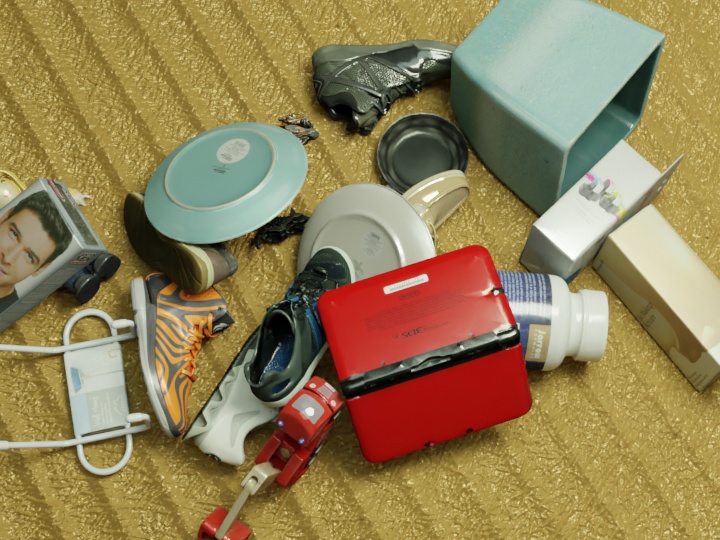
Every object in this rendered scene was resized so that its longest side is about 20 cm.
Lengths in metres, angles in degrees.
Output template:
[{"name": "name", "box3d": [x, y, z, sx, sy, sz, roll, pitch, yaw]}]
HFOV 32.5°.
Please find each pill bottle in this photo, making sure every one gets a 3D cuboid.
[{"name": "pill bottle", "box3d": [0.179, 0.057, 1.426, 0.199, 0.111, 0.112, 4, 69, 0]}]

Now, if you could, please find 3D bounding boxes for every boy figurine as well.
[{"name": "boy figurine", "box3d": [-0.377, -0.055, 1.478, 0.200, 0.064, 0.124, 42, 80, 10]}]

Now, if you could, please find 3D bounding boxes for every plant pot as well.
[{"name": "plant pot", "box3d": [0.219, -0.219, 1.495, 0.200, 0.197, 0.196, 38, 73, 17]}]

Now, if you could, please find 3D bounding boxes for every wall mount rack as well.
[{"name": "wall mount rack", "box3d": [-0.332, 0.133, 1.402, 0.173, 0.075, 0.201, -11, 69, -5]}]

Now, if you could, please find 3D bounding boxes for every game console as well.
[{"name": "game console", "box3d": [0.071, 0.092, 1.360, 0.199, 0.119, 0.173, -18, 67, -2]}]

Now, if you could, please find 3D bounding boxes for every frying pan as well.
[{"name": "frying pan", "box3d": [0.064, -0.107, 1.527, 0.114, 0.031, 0.191, 20, 74, 6]}]

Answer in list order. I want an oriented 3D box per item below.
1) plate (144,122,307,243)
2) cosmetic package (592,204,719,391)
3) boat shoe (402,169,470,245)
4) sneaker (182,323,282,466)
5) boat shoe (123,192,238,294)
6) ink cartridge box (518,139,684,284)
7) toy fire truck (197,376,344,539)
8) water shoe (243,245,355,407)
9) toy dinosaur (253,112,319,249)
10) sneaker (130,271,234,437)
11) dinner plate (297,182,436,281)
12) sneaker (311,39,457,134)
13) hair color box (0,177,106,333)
[{"name": "plate", "box3d": [-0.160, -0.111, 1.431, 0.199, 0.026, 0.201, -10, 46, 10]}, {"name": "cosmetic package", "box3d": [0.368, 0.033, 1.446, 0.071, 0.105, 0.200, -34, 73, -13]}, {"name": "boat shoe", "box3d": [0.058, -0.040, 1.475, 0.200, 0.074, 0.069, -37, 56, -5]}, {"name": "sneaker", "box3d": [-0.115, 0.133, 1.418, 0.088, 0.074, 0.201, 33, 74, -4]}, {"name": "boat shoe", "box3d": [-0.214, -0.034, 1.455, 0.065, 0.074, 0.200, -10, 36, -36]}, {"name": "ink cartridge box", "box3d": [0.286, -0.075, 1.477, 0.200, 0.115, 0.068, -42, 76, -16]}, {"name": "toy fire truck", "box3d": [-0.098, 0.216, 1.342, 0.049, 0.200, 0.141, 37, 44, 11]}, {"name": "water shoe", "box3d": [-0.064, 0.053, 1.362, 0.071, 0.079, 0.201, 12, 67, 23]}, {"name": "toy dinosaur", "box3d": [-0.129, -0.103, 1.502, 0.200, 0.102, 0.136, -48, 58, 18]}, {"name": "sneaker", "box3d": [-0.196, 0.087, 1.422, 0.111, 0.078, 0.201, -11, 70, -5]}, {"name": "dinner plate", "box3d": [0.000, 0.000, 1.420, 0.199, 0.024, 0.202, 2, 94, 34]}, {"name": "sneaker", "box3d": [0.040, -0.227, 1.550, 0.198, 0.076, 0.115, -4, 71, 0]}, {"name": "hair color box", "box3d": [-0.401, -0.006, 1.416, 0.200, 0.061, 0.099, -37, 80, 11]}]
